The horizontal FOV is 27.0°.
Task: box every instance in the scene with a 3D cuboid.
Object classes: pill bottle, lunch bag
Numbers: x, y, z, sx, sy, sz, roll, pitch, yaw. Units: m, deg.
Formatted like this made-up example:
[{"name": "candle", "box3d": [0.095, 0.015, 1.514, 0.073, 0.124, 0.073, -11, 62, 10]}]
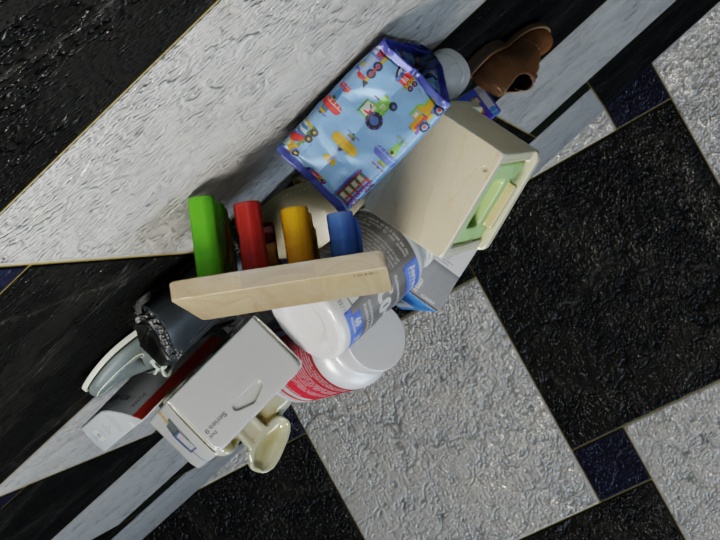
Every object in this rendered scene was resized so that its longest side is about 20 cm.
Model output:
[{"name": "pill bottle", "box3d": [0.000, 0.000, 1.710, 0.200, 0.114, 0.114, -42, 175, -32]}, {"name": "pill bottle", "box3d": [-0.033, 0.096, 1.838, 0.112, 0.112, 0.200, -37, -171, -32]}, {"name": "lunch bag", "box3d": [0.015, -0.156, 1.500, 0.151, 0.094, 0.200, -45, -176, 15]}]

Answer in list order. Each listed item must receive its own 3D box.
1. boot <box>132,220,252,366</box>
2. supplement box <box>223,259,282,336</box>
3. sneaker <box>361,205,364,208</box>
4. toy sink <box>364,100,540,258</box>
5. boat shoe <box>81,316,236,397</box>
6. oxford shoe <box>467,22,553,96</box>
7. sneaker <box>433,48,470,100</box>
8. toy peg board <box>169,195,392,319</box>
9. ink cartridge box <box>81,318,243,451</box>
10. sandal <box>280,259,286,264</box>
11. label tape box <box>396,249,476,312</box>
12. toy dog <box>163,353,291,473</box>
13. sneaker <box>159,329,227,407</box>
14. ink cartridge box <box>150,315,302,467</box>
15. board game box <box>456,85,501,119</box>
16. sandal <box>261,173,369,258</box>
[{"name": "boot", "box3d": [-0.175, 0.038, 1.655, 0.168, 0.076, 0.200, -43, 167, -18]}, {"name": "supplement box", "box3d": [-0.091, 0.004, 1.935, 0.200, 0.074, 0.126, -43, 174, 11]}, {"name": "sneaker", "box3d": [-0.002, -0.110, 1.779, 0.088, 0.075, 0.200, -15, 147, -54]}, {"name": "toy sink", "box3d": [0.110, -0.099, 1.615, 0.131, 0.112, 0.200, -59, 166, 15]}, {"name": "boat shoe", "box3d": [-0.231, 0.089, 1.739, 0.200, 0.062, 0.073, -39, 175, -16]}, {"name": "oxford shoe", "box3d": [0.199, -0.260, 1.895, 0.071, 0.071, 0.200, -48, 172, 38]}, {"name": "sneaker", "box3d": [0.038, -0.157, 1.645, 0.200, 0.075, 0.088, -57, 168, 31]}, {"name": "toy peg board", "box3d": [-0.076, -0.022, 1.451, 0.198, 0.098, 0.200, -9, 173, 1]}, {"name": "ink cartridge box", "box3d": [-0.241, 0.126, 1.815, 0.160, 0.047, 0.200, -46, -176, -38]}, {"name": "sandal", "box3d": [-0.103, 0.000, 1.804, 0.200, 0.087, 0.079, -41, 175, 20]}, {"name": "label tape box", "box3d": [0.103, -0.048, 1.874, 0.200, 0.063, 0.144, -58, -166, -8]}, {"name": "toy dog", "box3d": [-0.187, 0.156, 1.973, 0.200, 0.139, 0.194, 2, -121, 51]}, {"name": "sneaker", "box3d": [-0.204, 0.134, 2.137, 0.199, 0.076, 0.114, -45, 168, -8]}, {"name": "ink cartridge box", "box3d": [-0.158, 0.144, 1.742, 0.145, 0.088, 0.200, -46, -177, -17]}, {"name": "board game box", "box3d": [0.069, -0.146, 1.887, 0.134, 0.045, 0.200, -35, 179, -43]}, {"name": "sandal", "box3d": [-0.031, -0.090, 1.658, 0.212, 0.078, 0.070, -36, -167, 26]}]
